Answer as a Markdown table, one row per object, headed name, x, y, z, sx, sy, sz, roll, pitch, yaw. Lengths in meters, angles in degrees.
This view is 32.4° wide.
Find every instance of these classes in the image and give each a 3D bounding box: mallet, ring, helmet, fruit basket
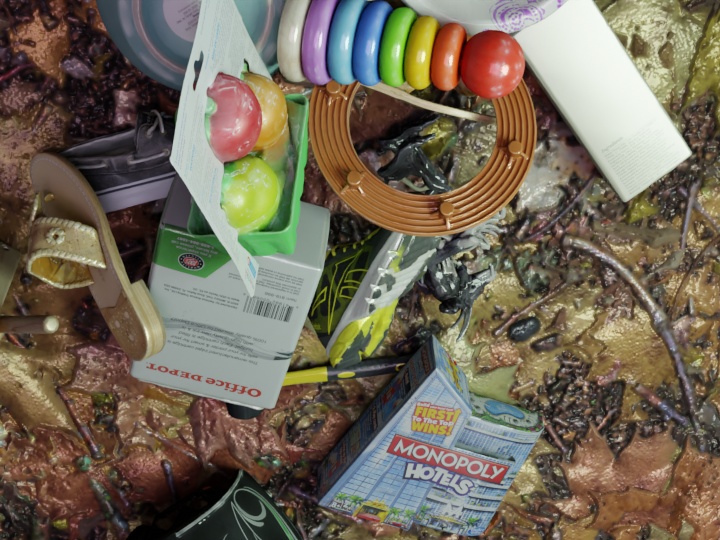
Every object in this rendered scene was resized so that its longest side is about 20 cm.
| name | x | y | z | sx | sy | sz | roll | pitch | yaw |
| --- | --- | --- | --- | --- | --- | --- | --- | --- | --- |
| mallet | -0.042 | 0.096 | 1.242 | 0.198 | 0.041 | 0.067 | -13 | 118 | -4 |
| ring | 0.054 | -0.128 | 1.056 | 0.198 | 0.019 | 0.203 | 1 | 74 | -4 |
| helmet | -0.135 | 0.323 | 1.258 | 0.199 | 0.200 | 0.192 | -30 | 97 | 8 |
| fruit basket | -0.104 | -0.105 | 0.962 | 0.093 | 0.187 | 0.200 | -4 | 151 | 19 |

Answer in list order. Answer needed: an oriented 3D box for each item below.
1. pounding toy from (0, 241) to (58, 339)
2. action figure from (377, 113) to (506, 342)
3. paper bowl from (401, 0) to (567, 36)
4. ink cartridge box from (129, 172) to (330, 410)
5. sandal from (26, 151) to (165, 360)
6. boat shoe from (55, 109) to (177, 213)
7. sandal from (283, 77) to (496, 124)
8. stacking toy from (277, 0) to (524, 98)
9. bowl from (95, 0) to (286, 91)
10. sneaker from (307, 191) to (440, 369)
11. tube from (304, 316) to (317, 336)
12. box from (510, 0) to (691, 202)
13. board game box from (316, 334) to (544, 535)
| name | x | y | z | sx | sy | sz | roll | pitch | yaw |
| --- | --- | --- | --- | --- | --- | --- | --- | --- | --- |
| pounding toy | -0.368 | 0.050 | 1.103 | 0.141 | 0.185 | 0.201 | 31 | 108 | -18 |
| action figure | 0.086 | -0.038 | 1.152 | 0.101 | 0.119 | 0.202 | -19 | 109 | 10 |
| paper bowl | 0.101 | -0.306 | 1.037 | 0.198 | 0.105 | 0.203 | -2 | 114 | -5 |
| ink cartridge box | -0.122 | 0.023 | 1.126 | 0.145 | 0.084 | 0.201 | 15 | 133 | -8 |
| sandal | -0.251 | -0.009 | 1.066 | 0.213 | 0.069 | 0.078 | 56 | 137 | 11 |
| boat shoe | -0.186 | -0.108 | 1.113 | 0.198 | 0.072 | 0.071 | -20 | 119 | 6 |
| sandal | 0.040 | -0.182 | 1.105 | 0.209 | 0.078 | 0.070 | 10 | 98 | -8 |
| stacking toy | 0.036 | -0.178 | 1.010 | 0.198 | 0.085 | 0.086 | 14 | 114 | 11 |
| bowl | -0.130 | -0.233 | 1.047 | 0.198 | 0.105 | 0.203 | -3 | 114 | -6 |
| sneaker | 0.000 | 0.000 | 1.114 | 0.074 | 0.085 | 0.201 | -16 | 145 | -47 |
| tube | -0.080 | -0.002 | 1.189 | 0.199 | 0.058 | 0.052 | 35 | 67 | -22 |
| box | 0.214 | -0.167 | 1.131 | 0.082 | 0.069 | 0.201 | -34 | 113 | 9 |
| board game box | 0.082 | 0.174 | 1.260 | 0.198 | 0.062 | 0.201 | 17 | 119 | -13 |
